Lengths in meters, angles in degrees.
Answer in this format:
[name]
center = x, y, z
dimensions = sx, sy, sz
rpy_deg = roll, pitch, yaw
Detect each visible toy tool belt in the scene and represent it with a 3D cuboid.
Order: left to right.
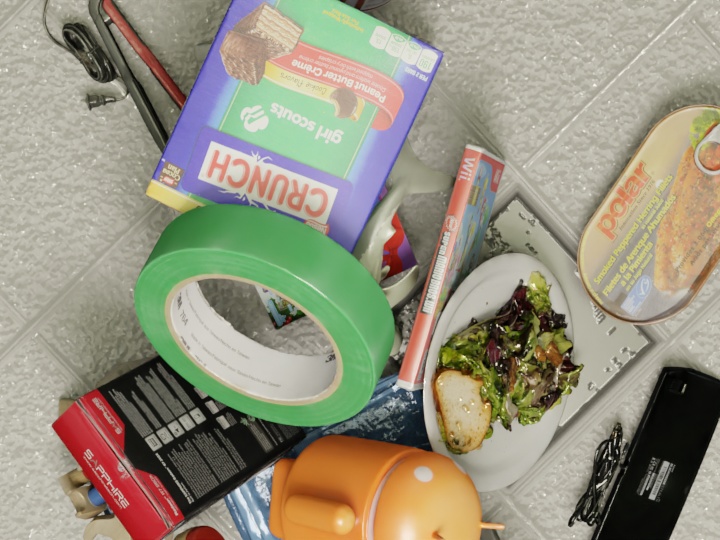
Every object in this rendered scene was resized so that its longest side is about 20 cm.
[toy tool belt]
center = -0.188, 0.182, 1.602
dimensions = 0.122, 0.124, 0.202
rpy_deg = -29, 74, 34

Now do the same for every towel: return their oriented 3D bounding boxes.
[towel]
center = -0.021, 0.169, 1.643
dimensions = 0.198, 0.049, 0.113
rpy_deg = -24, 96, 0

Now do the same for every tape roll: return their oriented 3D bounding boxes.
[tape roll]
center = -0.074, 0.037, 1.460
dimensions = 0.199, 0.201, 0.048
rpy_deg = 28, 54, -4

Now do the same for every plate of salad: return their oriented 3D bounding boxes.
[plate of salad]
center = 0.125, 0.087, 1.586
dimensions = 0.199, 0.048, 0.203
rpy_deg = -10, 104, -46

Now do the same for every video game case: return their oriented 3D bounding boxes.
[video game case]
center = 0.077, -0.001, 1.580
dimensions = 0.017, 0.143, 0.202
rpy_deg = 16, 92, 12

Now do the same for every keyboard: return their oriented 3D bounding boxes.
[keyboard]
center = 0.242, 0.174, 1.666
dimensions = 0.103, 0.040, 0.202
rpy_deg = 21, 93, -27

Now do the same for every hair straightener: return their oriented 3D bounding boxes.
[hair straightener]
center = -0.210, -0.169, 1.611
dimensions = 0.077, 0.041, 0.201
rpy_deg = -36, 95, 1

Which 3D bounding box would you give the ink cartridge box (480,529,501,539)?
[ink cartridge box]
center = 0.074, 0.339, 1.611
dimensions = 0.145, 0.146, 0.202
rpy_deg = -14, 96, 0

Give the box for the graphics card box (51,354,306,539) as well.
[graphics card box]
center = -0.142, 0.129, 1.531
dimensions = 0.126, 0.200, 0.051
rpy_deg = 52, 125, 5

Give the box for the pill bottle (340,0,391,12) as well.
[pill bottle]
center = -0.002, -0.270, 1.523
dimensions = 0.111, 0.200, 0.114
rpy_deg = 1, 86, -8

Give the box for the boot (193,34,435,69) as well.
[boot]
center = -0.040, -0.183, 1.598
dimensions = 0.198, 0.074, 0.096
rpy_deg = -20, 102, 1

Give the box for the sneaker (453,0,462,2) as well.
[sneaker]
center = 0.061, -0.329, 1.588
dimensions = 0.103, 0.075, 0.203
rpy_deg = 10, 87, -7

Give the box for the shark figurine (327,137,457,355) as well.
[shark figurine]
center = -0.006, -0.010, 1.562
dimensions = 0.089, 0.128, 0.216
rpy_deg = 35, 132, 30

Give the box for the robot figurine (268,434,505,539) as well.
[robot figurine]
center = 0.016, 0.195, 1.536
dimensions = 0.117, 0.199, 0.144
rpy_deg = -57, 131, -27

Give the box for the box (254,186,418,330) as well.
[box]
center = -0.049, -0.062, 1.585
dimensions = 0.136, 0.039, 0.201
rpy_deg = -23, 122, 0

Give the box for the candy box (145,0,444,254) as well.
[candy box]
center = -0.052, -0.113, 1.481
dimensions = 0.168, 0.077, 0.202
rpy_deg = 25, 95, -2

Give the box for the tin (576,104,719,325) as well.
[tin]
center = 0.265, -0.048, 1.624
dimensions = 0.112, 0.042, 0.201
rpy_deg = 35, 98, 5
